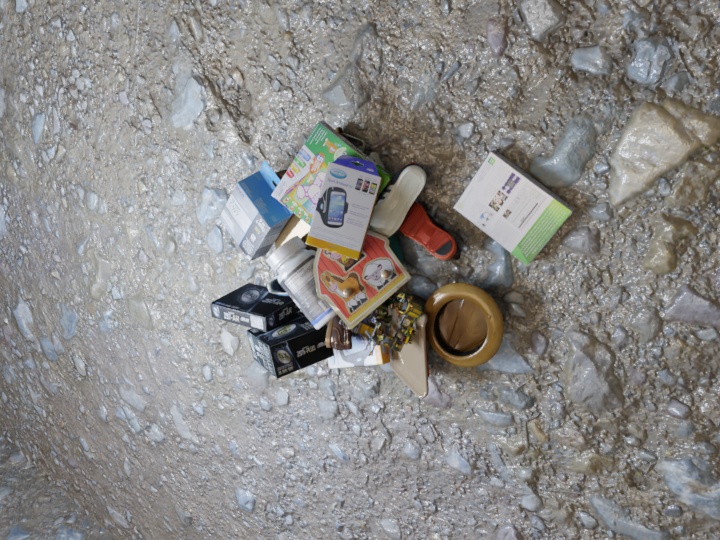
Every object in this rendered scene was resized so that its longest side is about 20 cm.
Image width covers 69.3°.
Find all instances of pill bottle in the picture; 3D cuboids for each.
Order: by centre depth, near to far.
[{"bbox_3d":[-0.120,0.025,1.213,0.201,0.114,0.114,51,126,1],"label":"pill bottle"}]

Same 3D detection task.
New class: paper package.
[{"bbox_3d":[-0.126,-0.148,1.277,0.188,0.103,0.203,5,111,32],"label":"paper package"}]

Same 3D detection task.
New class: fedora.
[{"bbox_3d":[0.234,0.113,1.161,0.198,0.082,0.203,11,113,28],"label":"fedora"}]

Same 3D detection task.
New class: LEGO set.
[{"bbox_3d":[0.035,0.097,1.182,0.155,0.115,0.200,-61,28,4],"label":"LEGO set"}]

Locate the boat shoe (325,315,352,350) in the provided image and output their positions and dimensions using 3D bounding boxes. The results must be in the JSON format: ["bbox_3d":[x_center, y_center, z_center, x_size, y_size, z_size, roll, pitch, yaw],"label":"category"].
[{"bbox_3d":[-0.037,0.098,1.299,0.069,0.070,0.203,3,76,16],"label":"boat shoe"}]

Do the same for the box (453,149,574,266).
[{"bbox_3d":[0.306,-0.126,1.057,0.200,0.036,0.145,42,124,14],"label":"box"}]

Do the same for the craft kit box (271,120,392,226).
[{"bbox_3d":[-0.065,-0.186,1.148,0.197,0.049,0.201,36,111,-5],"label":"craft kit box"}]

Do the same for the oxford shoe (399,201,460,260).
[{"bbox_3d":[0.143,-0.087,1.153,0.071,0.072,0.200,-47,59,13],"label":"oxford shoe"}]

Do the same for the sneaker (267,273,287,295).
[{"bbox_3d":[-0.165,0.029,1.387,0.198,0.072,0.073,-16,97,34],"label":"sneaker"}]

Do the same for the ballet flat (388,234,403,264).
[{"bbox_3d":[0.042,-0.083,1.231,0.064,0.067,0.202,-16,99,63],"label":"ballet flat"}]

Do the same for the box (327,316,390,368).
[{"bbox_3d":[-0.022,0.188,1.349,0.198,0.041,0.121,-12,85,33],"label":"box"}]

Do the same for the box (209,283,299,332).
[{"bbox_3d":[-0.285,0.098,1.433,0.198,0.160,0.044,11,115,29],"label":"box"}]

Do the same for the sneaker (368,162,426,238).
[{"bbox_3d":[0.075,-0.151,1.142,0.075,0.085,0.200,35,117,-13],"label":"sneaker"}]

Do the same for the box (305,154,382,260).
[{"bbox_3d":[-0.030,-0.135,1.093,0.118,0.041,0.203,17,91,5],"label":"box"}]

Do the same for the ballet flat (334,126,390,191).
[{"bbox_3d":[0.003,-0.256,1.182,0.199,0.069,0.063,39,108,13],"label":"ballet flat"}]

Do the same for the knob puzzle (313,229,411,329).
[{"bbox_3d":[-0.017,-0.007,1.128,0.216,0.030,0.223,0,87,6],"label":"knob puzzle"}]

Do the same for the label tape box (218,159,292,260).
[{"bbox_3d":[-0.251,-0.143,1.261,0.144,0.066,0.200,52,133,12],"label":"label tape box"}]

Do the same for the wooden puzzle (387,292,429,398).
[{"bbox_3d":[0.117,0.172,1.237,0.185,0.037,0.203,-143,49,-63],"label":"wooden puzzle"}]

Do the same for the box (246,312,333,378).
[{"bbox_3d":[-0.187,0.187,1.357,0.199,0.162,0.087,12,117,62],"label":"box"}]
